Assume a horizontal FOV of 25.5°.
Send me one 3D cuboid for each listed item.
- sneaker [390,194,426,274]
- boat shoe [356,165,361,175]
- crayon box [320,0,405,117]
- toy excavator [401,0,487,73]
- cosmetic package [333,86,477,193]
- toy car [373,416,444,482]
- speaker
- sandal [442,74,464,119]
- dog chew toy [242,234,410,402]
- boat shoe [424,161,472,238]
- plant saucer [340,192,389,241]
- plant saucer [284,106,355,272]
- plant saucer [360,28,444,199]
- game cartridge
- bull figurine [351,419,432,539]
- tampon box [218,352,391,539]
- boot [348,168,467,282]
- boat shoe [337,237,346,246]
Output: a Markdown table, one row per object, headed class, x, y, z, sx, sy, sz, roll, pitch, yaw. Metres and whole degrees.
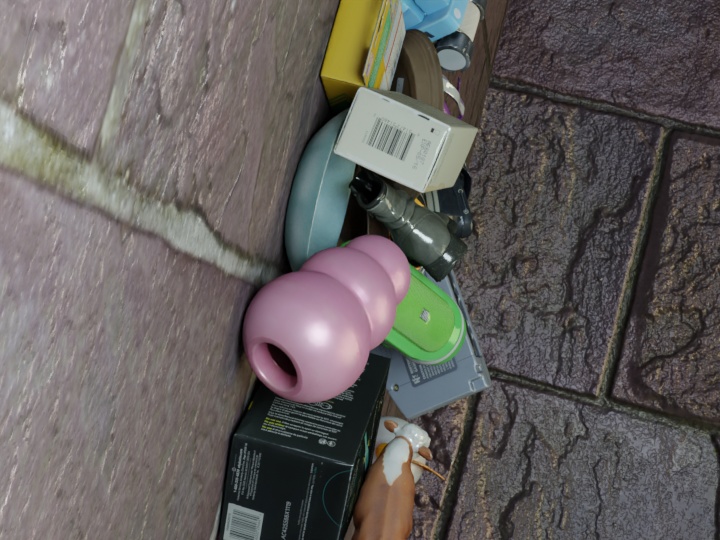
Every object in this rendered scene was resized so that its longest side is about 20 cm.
| class | x | y | z | sx | sy | sz | roll | pitch | yaw |
| --- | --- | --- | --- | --- | --- | --- | --- | --- | --- |
| sneaker | 0.045 | -0.012 | 1.879 | 0.077 | 0.077 | 0.203 | -122 | -151 | -70 |
| boat shoe | 0.043 | -0.169 | 1.997 | 0.201 | 0.067 | 0.075 | -66 | 167 | -54 |
| crayon box | 0.004 | -0.232 | 1.649 | 0.200 | 0.051 | 0.127 | 73 | 32 | -77 |
| toy excavator | 0.067 | -0.325 | 1.819 | 0.193 | 0.199 | 0.101 | -18 | -137 | 44 |
| cosmetic package | 0.049 | -0.133 | 1.618 | 0.074 | 0.103 | 0.200 | -66 | 170 | 8 |
| toy car | 0.008 | 0.216 | 1.924 | 0.177 | 0.197 | 0.187 | 68 | 37 | -78 |
| speaker | 0.040 | 0.036 | 1.717 | 0.200 | 0.088 | 0.090 | 37 | 65 | -53 |
| sandal | 0.105 | -0.237 | 2.045 | 0.083 | 0.049 | 0.204 | -96 | 162 | -63 |
| dog chew toy | -0.023 | 0.035 | 1.523 | 0.200 | 0.124 | 0.126 | -43 | 152 | -39 |
| boat shoe | 0.105 | -0.107 | 1.958 | 0.201 | 0.061 | 0.075 | -94 | -175 | -48 |
| plant saucer | 0.000 | 0.000 | 1.838 | 0.200 | 0.036 | 0.203 | -175 | -90 | -77 |
| plant saucer | -0.044 | -0.073 | 1.626 | 0.201 | 0.038 | 0.204 | 14 | 90 | -83 |
| plant saucer | 0.040 | -0.173 | 1.800 | 0.200 | 0.029 | 0.203 | -175 | -90 | -67 |
| game cartridge | 0.069 | 0.071 | 1.952 | 0.041 | 0.132 | 0.202 | 3 | 66 | -60 |
| bull figurine | 0.027 | 0.254 | 1.682 | 0.201 | 0.064 | 0.122 | -68 | 172 | -49 |
| tampon box | -0.056 | 0.188 | 1.671 | 0.201 | 0.125 | 0.152 | -65 | 168 | -59 |
| boot | 0.041 | -0.065 | 1.704 | 0.068 | 0.130 | 0.200 | -48 | -167 | 1 |
| boat shoe | -0.036 | 0.024 | 1.753 | 0.201 | 0.065 | 0.075 | -66 | 167 | -58 |
